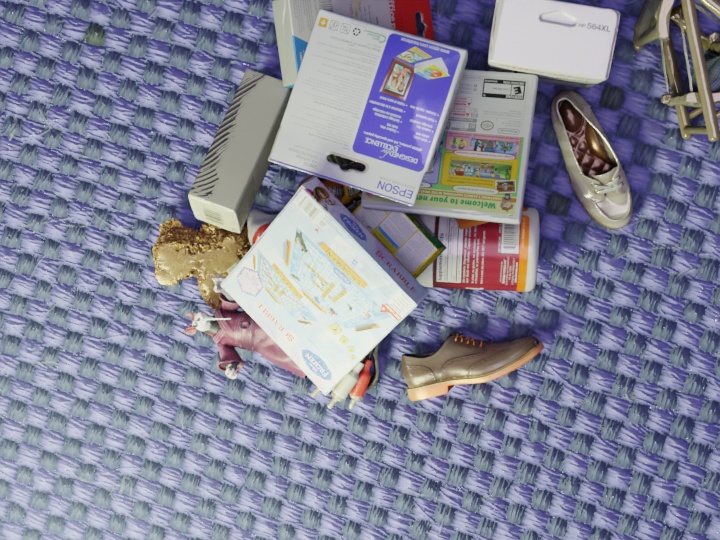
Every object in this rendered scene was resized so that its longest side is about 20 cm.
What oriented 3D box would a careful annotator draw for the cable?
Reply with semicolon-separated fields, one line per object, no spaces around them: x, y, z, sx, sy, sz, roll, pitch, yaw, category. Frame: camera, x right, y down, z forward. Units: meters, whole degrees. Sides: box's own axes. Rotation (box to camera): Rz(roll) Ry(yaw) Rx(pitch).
0.014;0.106;1.439;0.097;0.050;0.200;21;112;-34;cable

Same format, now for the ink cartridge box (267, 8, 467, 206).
0.009;-0.197;1.283;0.197;0.043;0.201;19;89;14;ink cartridge box

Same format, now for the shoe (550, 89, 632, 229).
0.304;-0.145;1.394;0.070;0.053;0.201;-26;94;10;shoe

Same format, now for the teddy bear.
-0.188;-0.021;1.472;0.199;0.067;0.146;-15;105;2;teddy bear

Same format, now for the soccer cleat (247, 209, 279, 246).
-0.061;-0.047;1.428;0.199;0.085;0.069;4;124;-27;soccer cleat

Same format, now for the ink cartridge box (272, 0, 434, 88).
-0.006;-0.309;1.380;0.199;0.067;0.117;-10;97;-22;ink cartridge box

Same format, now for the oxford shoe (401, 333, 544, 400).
0.151;0.118;1.441;0.199;0.071;0.073;-19;90;9;oxford shoe

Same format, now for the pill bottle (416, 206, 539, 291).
0.135;-0.032;1.400;0.199;0.113;0.114;3;98;7;pill bottle

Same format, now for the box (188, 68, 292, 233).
-0.156;-0.158;1.394;0.068;0.082;0.201;19;70;5;box

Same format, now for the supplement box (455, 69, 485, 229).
0.133;-0.158;1.361;0.066;0.069;0.201;-15;64;9;supplement box

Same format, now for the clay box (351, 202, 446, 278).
0.000;0.000;1.357;0.200;0.048;0.115;-45;81;18;clay box

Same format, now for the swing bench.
0.420;-0.276;1.289;0.129;0.199;0.201;-31;92;10;swing bench

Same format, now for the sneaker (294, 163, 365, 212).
0.007;-0.109;1.421;0.199;0.082;0.078;-13;96;8;sneaker

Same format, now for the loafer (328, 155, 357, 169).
0.005;-0.196;1.379;0.199;0.070;0.075;-22;129;11;loafer

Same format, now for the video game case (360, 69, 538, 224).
0.108;-0.157;1.291;0.199;0.022;0.183;7;86;13;video game case

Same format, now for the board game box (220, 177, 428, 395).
-0.049;0.023;1.306;0.200;0.041;0.200;47;124;3;board game box

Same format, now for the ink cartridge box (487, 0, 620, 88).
0.234;-0.282;1.310;0.145;0.200;0.085;10;98;6;ink cartridge box

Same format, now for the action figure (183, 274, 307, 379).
-0.145;0.075;1.445;0.199;0.149;0.135;9;94;13;action figure
